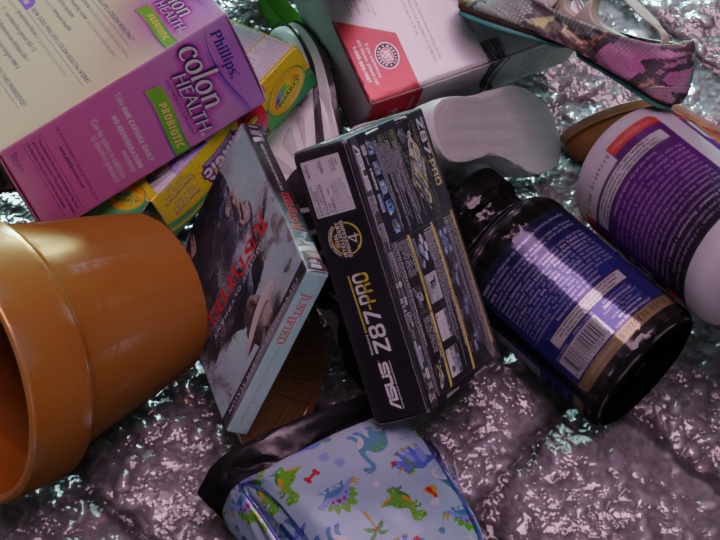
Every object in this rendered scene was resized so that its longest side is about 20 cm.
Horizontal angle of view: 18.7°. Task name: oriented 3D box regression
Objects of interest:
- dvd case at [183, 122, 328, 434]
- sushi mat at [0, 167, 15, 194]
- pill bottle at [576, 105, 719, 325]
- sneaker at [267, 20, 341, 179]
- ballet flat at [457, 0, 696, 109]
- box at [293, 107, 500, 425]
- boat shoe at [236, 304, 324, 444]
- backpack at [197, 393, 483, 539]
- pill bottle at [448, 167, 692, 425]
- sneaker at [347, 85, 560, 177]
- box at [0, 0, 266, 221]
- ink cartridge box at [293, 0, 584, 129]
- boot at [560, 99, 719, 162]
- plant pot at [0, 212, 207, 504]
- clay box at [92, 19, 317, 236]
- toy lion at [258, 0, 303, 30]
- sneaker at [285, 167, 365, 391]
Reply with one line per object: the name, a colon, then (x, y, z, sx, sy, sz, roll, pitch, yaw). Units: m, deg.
dvd case: (-0.085, 0.002, 1.601, 0.022, 0.146, 0.200, 13, 30, -28)
sushi mat: (-0.246, -0.139, 1.758, 0.095, 0.012, 0.200, -9, 48, 14)
pill bottle: (0.262, -0.029, 1.639, 0.111, 0.112, 0.200, -26, 47, -22)
sneaker: (-0.077, -0.113, 1.753, 0.115, 0.076, 0.201, -7, 60, -13)
ballet flat: (0.172, -0.192, 1.690, 0.200, 0.071, 0.069, 27, 17, 22)
box: (0.029, -0.008, 1.572, 0.049, 0.201, 0.161, -15, 7, 26)
boat shoe: (-0.071, 0.044, 1.657, 0.071, 0.069, 0.201, 13, 72, -26)
backpack: (0.007, 0.190, 1.533, 0.163, 0.154, 0.200, -20, 73, -26)
pill bottle: (0.145, 0.015, 1.670, 0.112, 0.112, 0.200, -38, 68, -27)
sneaker: (0.069, -0.102, 1.753, 0.200, 0.115, 0.074, 1, 79, -53)
box: (-0.205, -0.154, 1.678, 0.200, 0.097, 0.176, -33, 46, -7)
ink cartridge box: (0.063, -0.214, 1.785, 0.199, 0.083, 0.147, -20, 76, -15)
boot: (0.262, -0.060, 1.762, 0.199, 0.074, 0.155, -7, 81, 20)
plant pot: (-0.218, 0.044, 1.576, 0.183, 0.200, 0.200, -21, 59, -38)
clay box: (-0.141, -0.108, 1.717, 0.115, 0.048, 0.200, 26, 69, 43)
toy lion: (0.014, -0.226, 1.855, 0.199, 0.069, 0.192, -4, 64, -9)
sneaker: (0.000, 0.000, 1.644, 0.074, 0.200, 0.081, -10, 28, 28)
